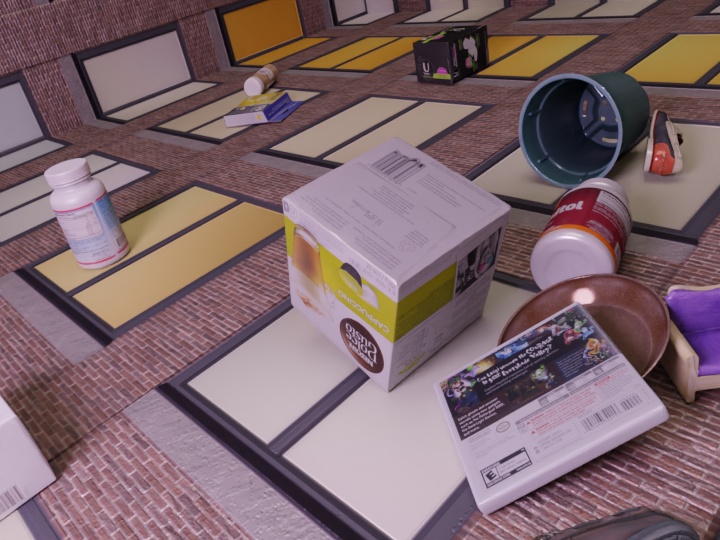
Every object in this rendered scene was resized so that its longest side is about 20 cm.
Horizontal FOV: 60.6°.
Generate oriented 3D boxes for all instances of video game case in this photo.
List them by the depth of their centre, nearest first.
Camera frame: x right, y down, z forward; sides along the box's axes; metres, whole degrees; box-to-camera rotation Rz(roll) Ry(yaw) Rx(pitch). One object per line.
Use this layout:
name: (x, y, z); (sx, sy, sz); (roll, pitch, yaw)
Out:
video game case: (0.186, 0.136, 0.653); (0.198, 0.023, 0.183); (-32, 30, 9)

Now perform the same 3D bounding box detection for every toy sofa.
toy sofa: (0.430, 0.067, 0.658); (0.196, 0.099, 0.083); (-8, 30, 6)

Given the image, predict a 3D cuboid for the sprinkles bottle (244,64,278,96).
sprinkles bottle: (-0.360, -0.694, 2.249); (0.067, 0.069, 0.201); (-3, 31, 16)

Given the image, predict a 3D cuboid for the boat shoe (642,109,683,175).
boat shoe: (0.561, -0.236, 1.135); (0.061, 0.072, 0.201); (9, 38, 22)

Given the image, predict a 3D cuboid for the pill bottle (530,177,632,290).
pill bottle: (0.322, -0.051, 0.879); (0.111, 0.115, 0.200); (7, 35, 30)

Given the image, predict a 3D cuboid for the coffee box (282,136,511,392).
coffee box: (0.040, -0.012, 0.796); (0.199, 0.200, 0.199); (-33, 55, -30)

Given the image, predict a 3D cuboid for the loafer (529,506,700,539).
loafer: (0.179, 0.246, 0.507); (0.196, 0.073, 0.063); (-11, 10, -10)

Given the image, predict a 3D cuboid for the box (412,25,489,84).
box: (0.282, -0.669, 1.904); (0.199, 0.126, 0.147); (-33, 35, -33)

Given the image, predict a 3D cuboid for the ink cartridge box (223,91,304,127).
ink cartridge box: (-0.306, -0.518, 1.963); (0.196, 0.048, 0.199); (-3, 31, 22)

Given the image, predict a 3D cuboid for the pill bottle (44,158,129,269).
pill bottle: (-0.549, -0.113, 1.233); (0.106, 0.203, 0.109); (-9, 30, 5)

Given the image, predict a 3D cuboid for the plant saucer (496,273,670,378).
plant saucer: (0.255, 0.086, 0.712); (0.198, 0.037, 0.202); (-26, 31, 17)

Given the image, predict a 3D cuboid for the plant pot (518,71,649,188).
plant pot: (0.431, -0.279, 1.153); (0.198, 0.204, 0.195); (17, 33, 41)

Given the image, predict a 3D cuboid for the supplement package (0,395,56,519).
supplement package: (-0.484, 0.211, 0.762); (0.113, 0.111, 0.198); (-34, 37, -32)
